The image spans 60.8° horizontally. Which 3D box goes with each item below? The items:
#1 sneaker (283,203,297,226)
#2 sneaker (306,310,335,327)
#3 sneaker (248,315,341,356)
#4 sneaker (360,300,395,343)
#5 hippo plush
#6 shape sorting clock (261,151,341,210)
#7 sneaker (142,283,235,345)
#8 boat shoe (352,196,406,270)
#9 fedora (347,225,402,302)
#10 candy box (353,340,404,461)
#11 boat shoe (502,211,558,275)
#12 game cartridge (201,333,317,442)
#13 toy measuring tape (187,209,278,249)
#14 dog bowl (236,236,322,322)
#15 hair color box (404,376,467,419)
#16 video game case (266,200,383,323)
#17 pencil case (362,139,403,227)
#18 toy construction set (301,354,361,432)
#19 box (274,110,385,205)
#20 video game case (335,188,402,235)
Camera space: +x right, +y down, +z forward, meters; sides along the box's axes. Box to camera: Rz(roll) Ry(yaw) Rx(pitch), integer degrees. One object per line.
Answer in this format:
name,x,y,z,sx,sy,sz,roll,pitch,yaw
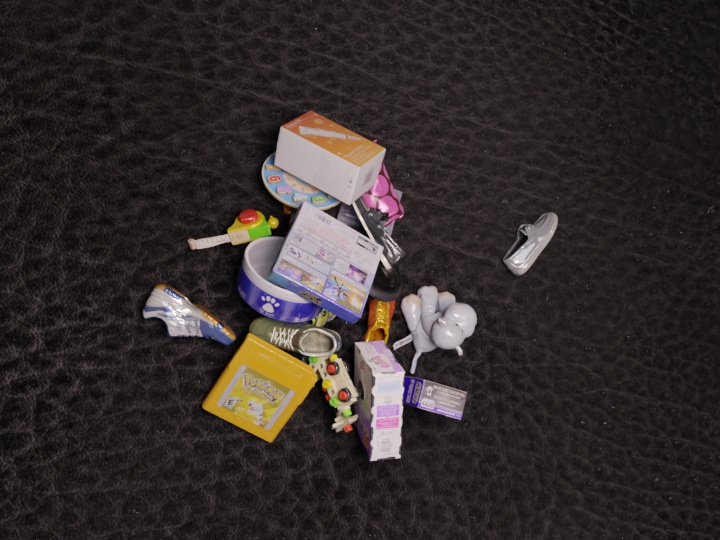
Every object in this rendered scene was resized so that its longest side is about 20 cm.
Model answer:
sneaker,-0.120,-0.093,1.360,0.077,0.079,0.200,-12,45,-8
sneaker,-0.093,0.097,1.378,0.075,0.076,0.200,43,72,-9
sneaker,-0.134,0.136,1.273,0.199,0.090,0.068,11,90,-7
sneaker,0.050,0.111,1.427,0.073,0.077,0.201,11,79,-16
hippo plush,0.176,0.119,1.424,0.200,0.161,0.160,-39,98,-19
shape sorting clock,-0.122,-0.210,1.377,0.199,0.039,0.201,12,47,-12
sneaker,-0.361,0.112,1.295,0.200,0.075,0.088,33,86,-6
boat shoe,0.040,-0.102,1.364,0.066,0.075,0.200,-28,73,5
fedora,0.000,0.000,1.387,0.200,0.092,0.201,30,38,-27
candy box,0.036,0.275,1.321,0.071,0.168,0.201,-2,107,-13
boat shoe,0.437,-0.083,1.584,0.071,0.070,0.201,40,76,-15
game cartridge,-0.211,0.251,1.292,0.176,0.032,0.200,31,110,-13
toy measuring tape,-0.278,-0.091,1.350,0.199,0.074,0.074,-12,88,-1
dog bowl,-0.157,0.017,1.301,0.199,0.200,0.079,13,123,-18
hair color box,0.140,0.279,1.374,0.109,0.200,0.065,19,78,-16
video game case,-0.066,-0.017,1.242,0.199,0.045,0.182,29,55,-15
pencil case,0.032,-0.199,1.429,0.093,0.091,0.201,-24,95,-17
toy construction set,-0.068,0.258,1.330,0.200,0.131,0.092,56,29,9
box,-0.067,-0.247,1.331,0.199,0.098,0.124,29,40,13
video game case,0.012,-0.119,1.468,0.142,0.019,0.201,19,78,-17
